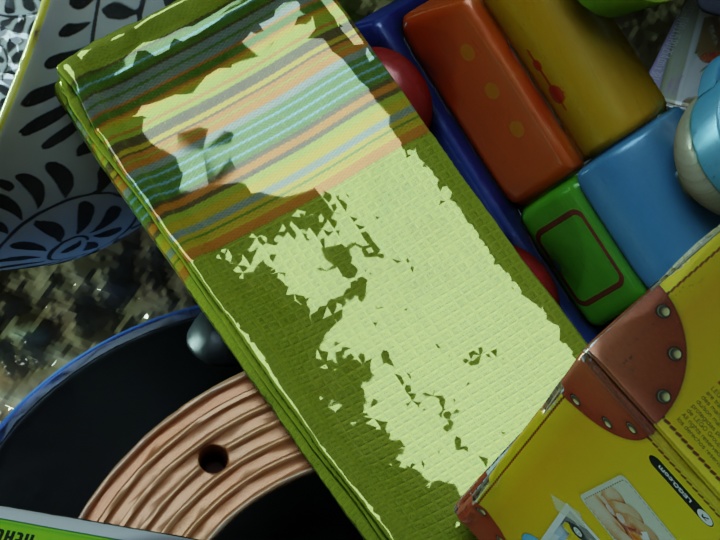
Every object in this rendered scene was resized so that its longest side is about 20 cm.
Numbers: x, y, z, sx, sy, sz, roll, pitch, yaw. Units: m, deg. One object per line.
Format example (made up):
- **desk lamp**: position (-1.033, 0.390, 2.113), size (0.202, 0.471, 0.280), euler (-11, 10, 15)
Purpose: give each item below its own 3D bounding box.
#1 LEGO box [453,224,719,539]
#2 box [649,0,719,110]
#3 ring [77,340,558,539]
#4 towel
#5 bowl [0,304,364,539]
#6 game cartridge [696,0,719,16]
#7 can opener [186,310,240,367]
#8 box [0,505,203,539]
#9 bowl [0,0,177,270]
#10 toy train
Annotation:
- **LEGO box**: position (0.127, 0.092, 0.687), size (0.077, 0.149, 0.200), euler (-39, 82, -20)
- **box**: position (0.148, -0.113, 0.965), size (0.039, 0.042, 0.200), euler (15, 57, 21)
- **ring**: position (0.009, 0.115, 0.767), size (0.199, 0.019, 0.201), euler (0, 68, -1)
- **towel**: position (0.000, 0.000, 0.795), size (0.086, 0.018, 0.200), euler (-32, 72, -13)
- **bowl**: position (-0.033, 0.091, 0.835), size (0.200, 0.039, 0.201), euler (-5, 51, 7)
- **game cartridge**: position (0.208, -0.121, 0.872), size (0.129, 0.039, 0.200), euler (15, 40, 42)
- **can opener**: position (0.008, -0.037, 0.887), size (0.078, 0.064, 0.200), euler (15, 34, 33)
- **box**: position (-0.075, 0.114, 0.685), size (0.199, 0.035, 0.110), euler (8, 50, 15)
- **bowl**: position (-0.082, -0.079, 0.919), size (0.094, 0.201, 0.201), euler (18, 48, -21)
- **toy train**: position (0.048, -0.081, 0.832), size (0.085, 0.116, 0.200), euler (-33, 90, -41)
